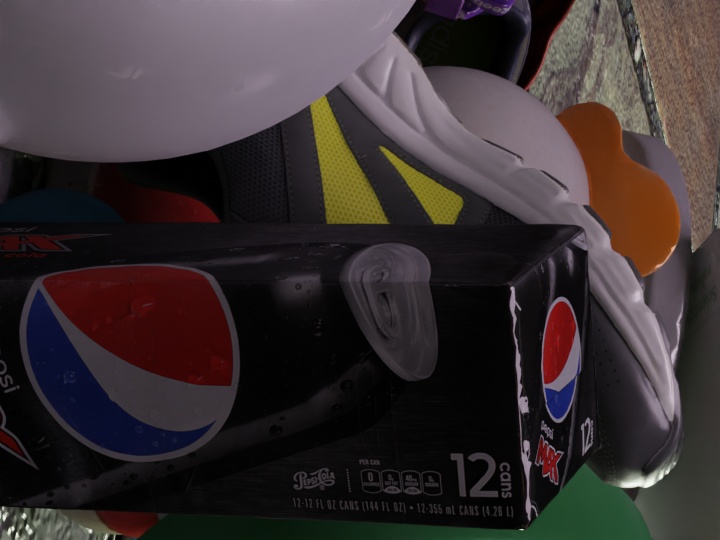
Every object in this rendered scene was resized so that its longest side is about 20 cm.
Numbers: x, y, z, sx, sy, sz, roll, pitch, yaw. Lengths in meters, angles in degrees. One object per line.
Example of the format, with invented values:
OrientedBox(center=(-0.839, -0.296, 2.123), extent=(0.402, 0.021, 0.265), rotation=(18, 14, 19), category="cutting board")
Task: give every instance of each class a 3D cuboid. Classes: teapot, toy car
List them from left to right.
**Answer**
OrientedBox(center=(-0.073, -0.105, 0.681), extent=(0.146, 0.200, 0.198), rotation=(-53, -129, 55), category="teapot")
OrientedBox(center=(0.000, 0.000, 0.832), extent=(0.184, 0.200, 0.177), rotation=(60, 33, -59), category="toy car")

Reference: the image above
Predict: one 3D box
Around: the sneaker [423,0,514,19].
OrientedBox(center=(0.017, -0.126, 0.886), extent=(0.080, 0.200, 0.089), rotation=(139, -62, -78), category="sneaker")

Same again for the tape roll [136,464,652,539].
OrientedBox(center=(0.006, 0.135, 0.849), extent=(0.201, 0.200, 0.048), rotation=(71, 2, -48), category="tape roll")

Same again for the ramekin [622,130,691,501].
OrientedBox(center=(0.058, 0.029, 1.099), extent=(0.202, 0.094, 0.203), rotation=(-166, -90, -76), category="ramekin")

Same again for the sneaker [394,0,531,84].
OrientedBox(center=(0.005, -0.035, 0.968), extent=(0.081, 0.074, 0.200), rotation=(-117, -133, -68), category="sneaker")

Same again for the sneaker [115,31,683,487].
OrientedBox(center=(0.006, -0.002, 0.732), extent=(0.085, 0.200, 0.075), rotation=(-38, 157, -16), category="sneaker")

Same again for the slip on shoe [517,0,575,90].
OrientedBox(center=(0.023, -0.069, 1.032), extent=(0.074, 0.061, 0.200), rotation=(40, 84, -32), category="slip on shoe")

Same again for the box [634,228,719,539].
OrientedBox(center=(0.205, 0.105, 1.092), extent=(0.199, 0.171, 0.200), rotation=(126, -46, -57), category="box")

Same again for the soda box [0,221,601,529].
OrientedBox(center=(-0.043, 0.024, 0.678), extent=(0.071, 0.200, 0.063), rotation=(-34, 121, -66), category="soda box")
